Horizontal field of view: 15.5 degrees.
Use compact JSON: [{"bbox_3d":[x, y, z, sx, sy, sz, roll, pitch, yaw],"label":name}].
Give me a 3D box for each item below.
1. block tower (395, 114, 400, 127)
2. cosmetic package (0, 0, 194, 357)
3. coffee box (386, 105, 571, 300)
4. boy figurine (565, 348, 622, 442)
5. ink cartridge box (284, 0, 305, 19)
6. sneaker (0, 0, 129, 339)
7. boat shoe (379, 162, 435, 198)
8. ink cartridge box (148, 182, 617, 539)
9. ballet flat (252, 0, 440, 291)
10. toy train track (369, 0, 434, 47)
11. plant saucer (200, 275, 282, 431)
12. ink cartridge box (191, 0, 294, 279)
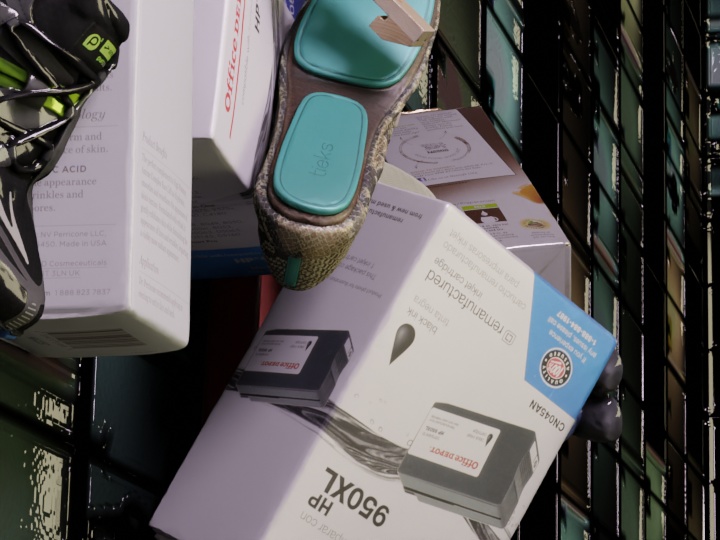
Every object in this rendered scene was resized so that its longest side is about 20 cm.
[{"bbox_3d":[0.019,-0.176,1.486,0.058,0.054,0.201,-118,-135,-78],"label":"block tower"},{"bbox_3d":[-0.112,-0.071,1.079,0.102,0.074,0.201,50,38,-76],"label":"cosmetic package"},{"bbox_3d":[0.061,-0.007,1.569,0.200,0.079,0.115,-116,-159,-60],"label":"coffee box"},{"bbox_3d":[0.054,0.088,1.416,0.200,0.064,0.125,-24,125,-40],"label":"boy figurine"},{"bbox_3d":[-0.004,-0.222,1.594,0.200,0.043,0.197,-1,89,-77],"label":"ink cartridge box"},{"bbox_3d":[-0.130,-0.075,0.994,0.071,0.082,0.200,41,49,-70],"label":"sneaker"},{"bbox_3d":[0.000,0.000,1.422,0.068,0.072,0.200,-58,-169,29],"label":"boat shoe"},{"bbox_3d":[0.013,0.079,1.277,0.145,0.084,0.200,37,78,-38],"label":"ink cartridge box"},{"bbox_3d":[-0.012,-0.071,1.251,0.075,0.068,0.200,105,1,-50],"label":"ballet flat"},{"bbox_3d":[-0.048,-0.170,1.237,0.200,0.033,0.115,45,14,6],"label":"toy train track"},{"bbox_3d":[-0.042,0.052,1.410,0.200,0.037,0.201,51,38,-66],"label":"plant saucer"},{"bbox_3d":[-0.077,-0.086,1.233,0.200,0.066,0.116,56,35,-64],"label":"ink cartridge box"}]
